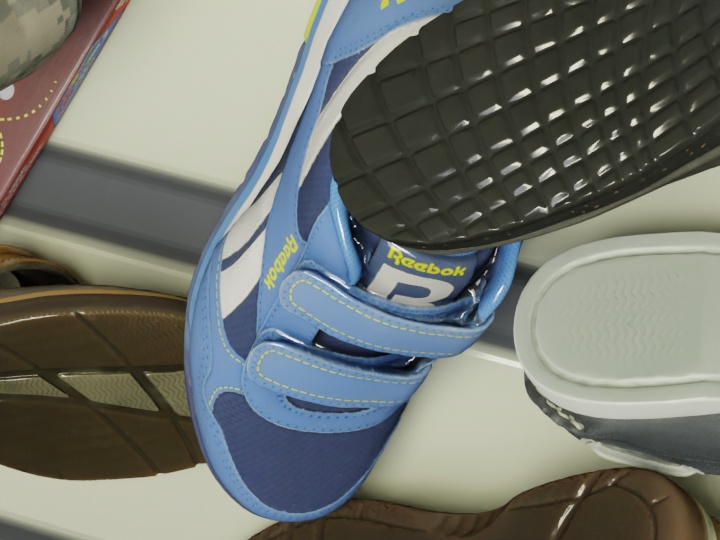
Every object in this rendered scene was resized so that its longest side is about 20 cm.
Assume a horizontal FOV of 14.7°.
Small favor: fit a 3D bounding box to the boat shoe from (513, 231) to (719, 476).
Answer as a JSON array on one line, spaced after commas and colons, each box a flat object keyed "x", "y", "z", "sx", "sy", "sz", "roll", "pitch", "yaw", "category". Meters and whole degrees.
[{"x": 0.145, "y": 0.025, "z": 0.790, "sx": 0.199, "sy": 0.076, "sz": 0.060, "roll": 6, "pitch": 156, "yaw": 19, "category": "boat shoe"}]

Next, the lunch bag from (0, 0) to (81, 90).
[{"x": -0.204, "y": -0.099, "z": 0.768, "sx": 0.139, "sy": 0.168, "sz": 0.200, "roll": -15, "pitch": 109, "yaw": 58, "category": "lunch bag"}]

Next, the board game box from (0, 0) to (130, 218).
[{"x": -0.152, "y": -0.055, "z": 0.891, "sx": 0.103, "sy": 0.019, "sz": 0.200, "roll": 36, "pitch": 120, "yaw": 2, "category": "board game box"}]

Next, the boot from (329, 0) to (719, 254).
[{"x": 0.103, "y": -0.035, "z": 0.729, "sx": 0.199, "sy": 0.131, "sz": 0.068, "roll": -23, "pitch": 59, "yaw": 15, "category": "boot"}]

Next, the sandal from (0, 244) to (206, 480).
[{"x": -0.128, "y": 0.024, "z": 0.888, "sx": 0.199, "sy": 0.055, "sz": 0.082, "roll": -2, "pitch": 137, "yaw": 7, "category": "sandal"}]

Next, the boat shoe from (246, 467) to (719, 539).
[{"x": 0.036, "y": 0.112, "z": 0.864, "sx": 0.199, "sy": 0.072, "sz": 0.076, "roll": -10, "pitch": 150, "yaw": 40, "category": "boat shoe"}]

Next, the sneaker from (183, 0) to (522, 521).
[{"x": 0.000, "y": 0.000, "z": 0.810, "sx": 0.074, "sy": 0.082, "sz": 0.201, "roll": 5, "pitch": 122, "yaw": -20, "category": "sneaker"}]
